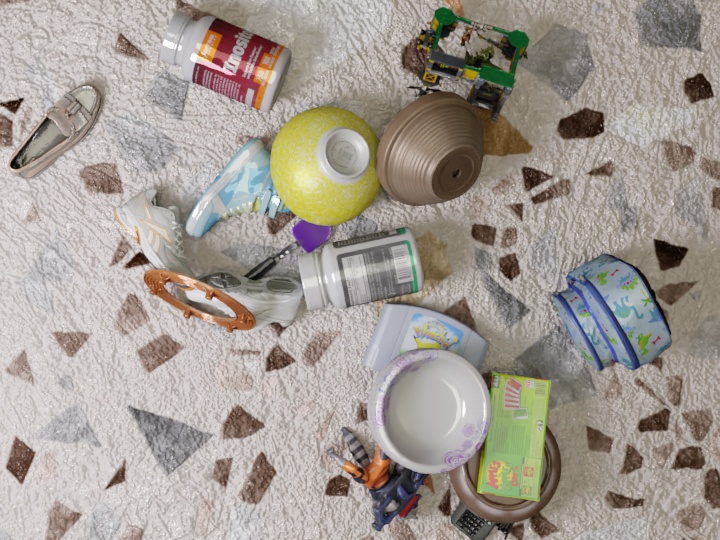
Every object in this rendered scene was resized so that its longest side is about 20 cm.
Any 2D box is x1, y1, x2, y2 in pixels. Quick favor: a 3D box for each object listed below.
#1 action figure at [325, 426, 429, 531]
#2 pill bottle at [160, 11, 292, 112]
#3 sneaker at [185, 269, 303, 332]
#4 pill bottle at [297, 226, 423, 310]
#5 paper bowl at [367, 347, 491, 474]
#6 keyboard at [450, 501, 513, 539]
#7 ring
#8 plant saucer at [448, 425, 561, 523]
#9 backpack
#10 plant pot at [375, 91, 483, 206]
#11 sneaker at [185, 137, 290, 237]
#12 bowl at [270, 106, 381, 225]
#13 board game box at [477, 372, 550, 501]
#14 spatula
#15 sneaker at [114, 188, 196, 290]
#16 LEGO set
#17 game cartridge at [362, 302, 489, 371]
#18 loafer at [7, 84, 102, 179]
[{"bbox_3d":[0.052,0.342,1.704,0.199,0.104,0.195,-36,102,-30],"label":"action figure"},{"bbox_3d":[-0.222,-0.348,1.621,0.198,0.113,0.114,21,92,-4],"label":"pill bottle"},{"bbox_3d":[-0.199,0.061,1.661,0.198,0.078,0.100,8,119,-2],"label":"sneaker"},{"bbox_3d":[0.000,0.000,1.652,0.198,0.113,0.114,-11,94,-1],"label":"pill bottle"},{"bbox_3d":[0.109,0.229,1.631,0.198,0.104,0.203,1,86,-12],"label":"paper bowl"},{"bbox_3d":[0.254,0.393,1.724,0.104,0.040,0.201,37,92,-3],"label":"keyboard"},{"bbox_3d":[-0.264,0.055,1.605,0.199,0.201,0.019,23,70,-3],"label":"ring"},{"bbox_3d":[0.251,0.333,1.701,0.198,0.032,0.202,0,79,-1],"label":"plant saucer"},{"bbox_3d":[0.417,0.079,1.632,0.146,0.200,0.184,-31,95,0],"label":"backpack"},{"bbox_3d":[0.131,-0.180,1.603,0.199,0.093,0.202,-19,132,-22],"label":"plant pot"},{"bbox_3d":[-0.193,-0.109,1.655,0.130,0.080,0.200,39,92,-3],"label":"sneaker"},{"bbox_3d":[-0.039,-0.180,1.612,0.198,0.108,0.202,2,83,-21],"label":"bowl"},{"bbox_3d":[0.260,0.282,1.670,0.100,0.048,0.202,7,79,2],"label":"board game box"},{"bbox_3d":[-0.136,-0.026,1.688,0.199,0.021,0.057,-37,103,6],"label":"spatula"},{"bbox_3d":[-0.321,-0.057,1.631,0.092,0.076,0.200,-40,74,-2],"label":"sneaker"},{"bbox_3d":[0.181,-0.340,1.661,0.198,0.116,0.155,9,64,-7],"label":"LEGO set"},{"bbox_3d":[0.117,0.135,1.705,0.198,0.040,0.135,20,89,-4],"label":"game cartridge"},{"bbox_3d":[-0.508,-0.230,1.641,0.072,0.063,0.200,43,91,-3],"label":"loafer"}]
